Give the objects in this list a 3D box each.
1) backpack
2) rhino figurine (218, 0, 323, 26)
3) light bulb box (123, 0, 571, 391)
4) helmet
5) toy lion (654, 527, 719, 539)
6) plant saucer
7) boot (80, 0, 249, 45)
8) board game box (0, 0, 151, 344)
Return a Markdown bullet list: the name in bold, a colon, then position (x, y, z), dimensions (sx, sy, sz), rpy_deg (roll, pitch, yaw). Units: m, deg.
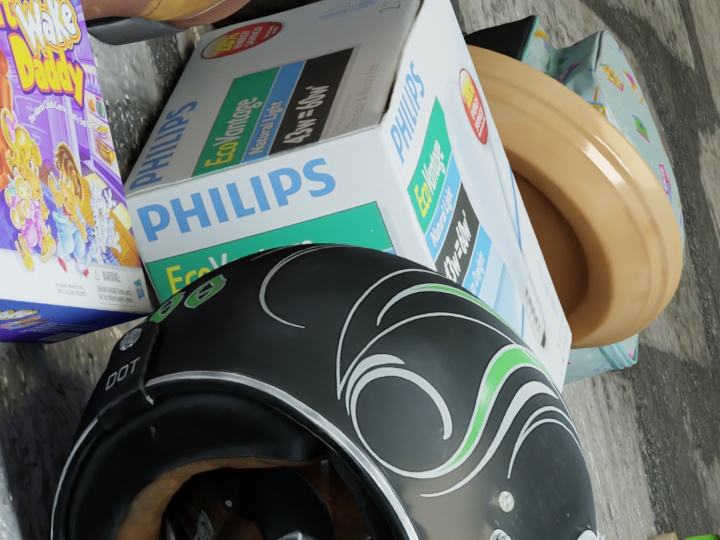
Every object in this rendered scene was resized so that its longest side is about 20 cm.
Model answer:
- **backpack**: position (0.105, -0.033, 1.634), dimensions (0.176, 0.153, 0.201), rpy_deg (-76, 153, -70)
- **rhino figurine**: position (-0.025, -0.135, 1.388), dimensions (0.060, 0.087, 0.201), rpy_deg (-26, 98, -71)
- **light bulb box**: position (0.000, 0.000, 1.282), dimensions (0.198, 0.124, 0.201), rpy_deg (-72, 144, -63)
- **helmet**: position (-0.007, 0.088, 1.062), dimensions (0.191, 0.199, 0.201), rpy_deg (-29, 103, -63)
- **toy lion**: position (0.255, 0.306, 1.981), dimensions (0.200, 0.068, 0.192), rpy_deg (-86, 161, -52)
- **plant saucer**: position (0.067, -0.029, 1.459), dimensions (0.037, 0.200, 0.200), rpy_deg (-52, 131, -33)
- **boot**: position (-0.039, -0.145, 1.149), dimensions (0.188, 0.199, 0.069), rpy_deg (29, 47, -68)
- **board game box**: position (-0.143, -0.047, 0.988), dimensions (0.200, 0.045, 0.135), rpy_deg (9, 66, -72)
